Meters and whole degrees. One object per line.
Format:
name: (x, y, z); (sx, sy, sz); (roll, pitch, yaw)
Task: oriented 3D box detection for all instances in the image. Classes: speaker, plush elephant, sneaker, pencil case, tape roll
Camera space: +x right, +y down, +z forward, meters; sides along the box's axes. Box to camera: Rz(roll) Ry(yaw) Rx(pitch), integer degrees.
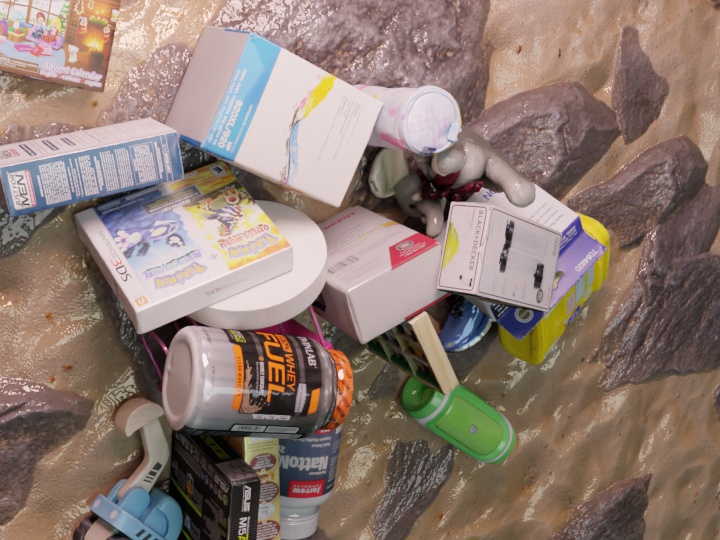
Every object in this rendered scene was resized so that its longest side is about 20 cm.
speaker: (0.155, 0.228, 1.505); (0.200, 0.088, 0.088); (36, 85, -34)
plush elephant: (0.107, -0.121, 1.335); (0.165, 0.200, 0.155); (16, 119, -34)
sneaker: (0.164, 0.033, 1.464); (0.089, 0.079, 0.200); (37, 76, -27)
pencil case: (0.043, -0.195, 1.238); (0.091, 0.200, 0.083); (3, 99, -32)
tape roll: (-0.140, -0.011, 1.186); (0.203, 0.203, 0.037); (-23, 138, -23)

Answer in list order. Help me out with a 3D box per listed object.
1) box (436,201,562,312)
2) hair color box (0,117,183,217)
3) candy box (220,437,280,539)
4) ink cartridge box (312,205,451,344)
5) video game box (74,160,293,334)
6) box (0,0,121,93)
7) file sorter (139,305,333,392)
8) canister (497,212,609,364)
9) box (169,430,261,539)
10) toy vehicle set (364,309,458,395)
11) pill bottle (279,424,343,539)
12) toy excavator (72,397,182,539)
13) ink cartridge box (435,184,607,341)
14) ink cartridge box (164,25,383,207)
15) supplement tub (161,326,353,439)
box: (0.184, -0.015, 1.264); (0.200, 0.060, 0.117); (12, 87, -52)
hair color box: (-0.314, -0.121, 1.104); (0.200, 0.100, 0.061); (-16, 114, -26)
candy box: (-0.156, 0.253, 1.282); (0.055, 0.115, 0.200); (-2, 93, -32)
ink cartridge box: (0.000, 0.000, 1.271); (0.148, 0.200, 0.086); (-29, 118, -21)
video game box: (-0.209, -0.034, 1.146); (0.200, 0.182, 0.047); (-24, 145, -23)
box: (-0.368, -0.282, 1.058); (0.200, 0.039, 0.137); (7, 100, -33)
file sorter: (-0.166, 0.080, 1.233); (0.200, 0.139, 0.126); (-29, 116, -21)
canister: (0.294, 0.029, 1.483); (0.200, 0.087, 0.149); (-48, 147, -27)
box: (-0.193, 0.316, 1.252); (0.047, 0.200, 0.193); (-6, 107, -31)
toy vehicle set: (0.047, 0.085, 1.326); (0.027, 0.200, 0.124); (-36, 119, -18)
pill bottle: (-0.091, 0.262, 1.345); (0.120, 0.120, 0.200); (0, 104, -31)
toy excavator: (-0.286, 0.292, 1.264); (0.194, 0.100, 0.200); (49, 65, -34)
ink cartridge box: (0.219, -0.031, 1.403); (0.200, 0.200, 0.041); (-45, 156, -13)
ink cartridge box: (-0.107, -0.186, 1.181); (0.200, 0.147, 0.145); (22, 93, -33)
supplement tub: (-0.117, 0.132, 1.122); (0.200, 0.122, 0.123); (7, 101, -30)
